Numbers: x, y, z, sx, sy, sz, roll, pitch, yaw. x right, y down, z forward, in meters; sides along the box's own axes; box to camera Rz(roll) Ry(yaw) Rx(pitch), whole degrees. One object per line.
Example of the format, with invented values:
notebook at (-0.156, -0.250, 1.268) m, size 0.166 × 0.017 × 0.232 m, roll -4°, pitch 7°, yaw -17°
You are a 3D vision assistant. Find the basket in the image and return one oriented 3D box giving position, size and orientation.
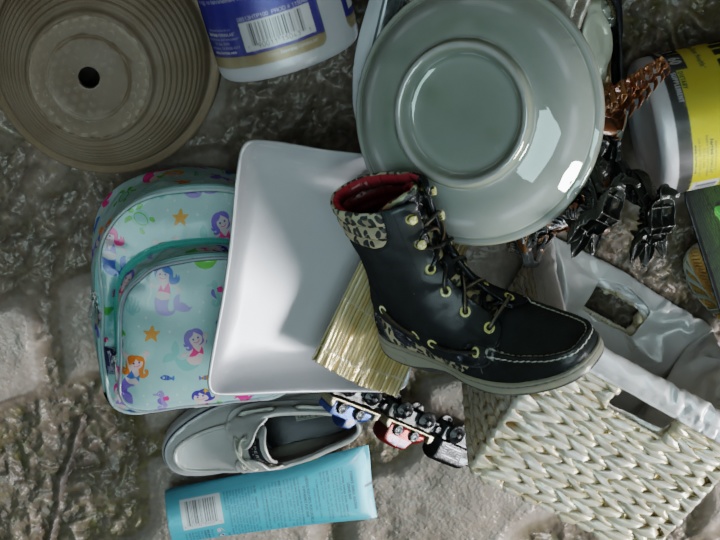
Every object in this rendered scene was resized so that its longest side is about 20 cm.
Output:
basket at (0.203, 0.107, 1.159) m, size 0.196 × 0.201 × 0.162 m, roll 28°, pitch 111°, yaw -11°

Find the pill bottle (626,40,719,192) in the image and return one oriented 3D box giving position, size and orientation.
pill bottle at (0.326, -0.136, 1.105) m, size 0.197 × 0.115 × 0.116 m, roll -12°, pitch 112°, yaw 0°

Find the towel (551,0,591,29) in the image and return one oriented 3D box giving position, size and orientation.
towel at (0.113, -0.210, 1.093) m, size 0.131 × 0.034 × 0.202 m, roll 27°, pitch 115°, yaw 22°

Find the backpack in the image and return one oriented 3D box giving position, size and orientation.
backpack at (-0.144, 0.018, 1.150) m, size 0.175 × 0.151 × 0.203 m, roll -4°, pitch 104°, yaw -13°

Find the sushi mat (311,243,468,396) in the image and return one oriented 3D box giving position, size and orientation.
sushi mat at (0.038, 0.001, 1.117) m, size 0.095 × 0.012 × 0.202 m, roll 27°, pitch 88°, yaw -38°

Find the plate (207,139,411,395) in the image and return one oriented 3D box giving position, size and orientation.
plate at (-0.031, 0.000, 1.098) m, size 0.197 × 0.032 × 0.203 m, roll 2°, pitch 102°, yaw -35°

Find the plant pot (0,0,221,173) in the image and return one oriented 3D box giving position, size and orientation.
plant pot at (-0.213, -0.169, 1.101) m, size 0.197 × 0.093 × 0.204 m, roll 0°, pitch 111°, yaw 0°

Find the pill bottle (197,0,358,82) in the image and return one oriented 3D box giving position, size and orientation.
pill bottle at (-0.082, -0.261, 1.051) m, size 0.118 × 0.120 × 0.203 m, roll -14°, pitch 111°, yaw 5°

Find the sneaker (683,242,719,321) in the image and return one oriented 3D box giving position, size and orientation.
sneaker at (0.371, 0.029, 1.207) m, size 0.200 × 0.076 × 0.088 m, roll 42°, pitch 89°, yaw -18°

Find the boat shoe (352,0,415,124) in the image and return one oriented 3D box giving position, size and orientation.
boat shoe at (0.040, -0.196, 1.080) m, size 0.056 × 0.068 × 0.203 m, roll 19°, pitch 109°, yaw 31°

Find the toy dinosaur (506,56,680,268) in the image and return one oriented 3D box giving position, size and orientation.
toy dinosaur at (0.178, -0.077, 1.071) m, size 0.101 × 0.137 × 0.202 m, roll -11°, pitch 137°, yaw -19°

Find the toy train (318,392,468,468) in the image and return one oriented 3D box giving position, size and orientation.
toy train at (0.035, 0.137, 1.220) m, size 0.199 × 0.034 × 0.046 m, roll 27°, pitch 96°, yaw -35°

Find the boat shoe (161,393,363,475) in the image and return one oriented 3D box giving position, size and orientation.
boat shoe at (-0.090, 0.154, 1.245) m, size 0.197 × 0.066 × 0.073 m, roll -11°, pitch 112°, yaw 4°

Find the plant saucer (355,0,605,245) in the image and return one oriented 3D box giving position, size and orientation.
plant saucer at (0.082, -0.118, 1.017) m, size 0.197 × 0.050 × 0.204 m, roll 2°, pitch 97°, yaw 21°

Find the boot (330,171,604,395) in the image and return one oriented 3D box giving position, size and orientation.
boot at (0.073, 0.008, 1.008) m, size 0.202 × 0.074 × 0.155 m, roll 8°, pitch 134°, yaw 41°

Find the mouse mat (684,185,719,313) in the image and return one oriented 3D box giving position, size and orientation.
mouse mat at (0.371, -0.006, 1.165) m, size 0.159 × 0.008 × 0.203 m, roll -22°, pitch 96°, yaw -14°

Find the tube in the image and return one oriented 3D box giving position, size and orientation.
tube at (-0.085, 0.216, 1.283) m, size 0.197 × 0.051 × 0.079 m, roll -9°, pitch 116°, yaw -2°

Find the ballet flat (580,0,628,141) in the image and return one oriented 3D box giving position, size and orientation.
ballet flat at (0.189, -0.152, 1.124) m, size 0.072 × 0.073 × 0.203 m, roll -3°, pitch 112°, yaw 1°
